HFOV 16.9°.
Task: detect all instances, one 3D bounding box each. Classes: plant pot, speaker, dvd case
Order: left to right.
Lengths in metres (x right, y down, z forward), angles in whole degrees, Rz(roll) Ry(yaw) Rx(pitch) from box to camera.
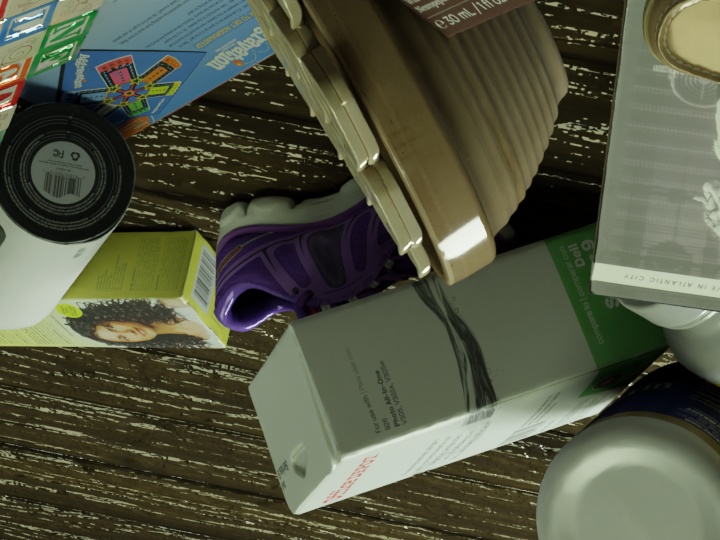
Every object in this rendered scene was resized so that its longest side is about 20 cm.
[{"bbox_3d":[-0.185,-0.027,1.365,0.081,0.082,0.200,17,161,-13],"label":"speaker"},{"bbox_3d":[0.029,-0.102,1.081,0.092,0.201,0.201,-30,149,-2],"label":"plant pot"},{"bbox_3d":[0.191,-0.062,1.140,0.148,0.016,0.201,8,127,6],"label":"dvd case"}]

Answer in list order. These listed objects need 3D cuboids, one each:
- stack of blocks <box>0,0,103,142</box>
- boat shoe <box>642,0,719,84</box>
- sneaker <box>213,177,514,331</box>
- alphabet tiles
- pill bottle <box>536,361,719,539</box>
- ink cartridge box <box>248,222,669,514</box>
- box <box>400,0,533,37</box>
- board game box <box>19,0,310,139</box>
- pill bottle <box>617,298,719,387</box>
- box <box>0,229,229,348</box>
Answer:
[{"bbox_3d":[-0.196,-0.112,1.170,0.115,0.059,0.200,-25,168,-26],"label":"stack of blocks"},{"bbox_3d":[0.221,-0.100,1.054,0.199,0.065,0.072,2,126,11],"label":"boat shoe"},{"bbox_3d":[0.000,0.000,1.368,0.199,0.084,0.081,-12,147,38],"label":"sneaker"},{"bbox_3d":[-0.025,-0.093,1.069,0.015,0.200,0.196,-30,129,-1],"label":"alphabet tiles"},{"bbox_3d":[0.179,0.114,1.331,0.115,0.116,0.200,-1,-169,23],"label":"pill bottle"},{"bbox_3d":[0.050,0.055,1.343,0.199,0.084,0.146,-17,167,-17],"label":"ink cartridge box"},{"bbox_3d":[-0.003,-0.182,0.932,0.200,0.075,0.100,37,161,-16],"label":"box"},{"bbox_3d":[-0.114,-0.121,1.235,0.103,0.020,0.200,27,150,-28],"label":"board game box"},{"bbox_3d":[0.230,0.021,1.286,0.199,0.112,0.111,26,151,-29],"label":"pill bottle"},{"bbox_3d":[-0.181,0.012,1.506,0.199,0.050,0.075,0,153,24],"label":"box"}]
